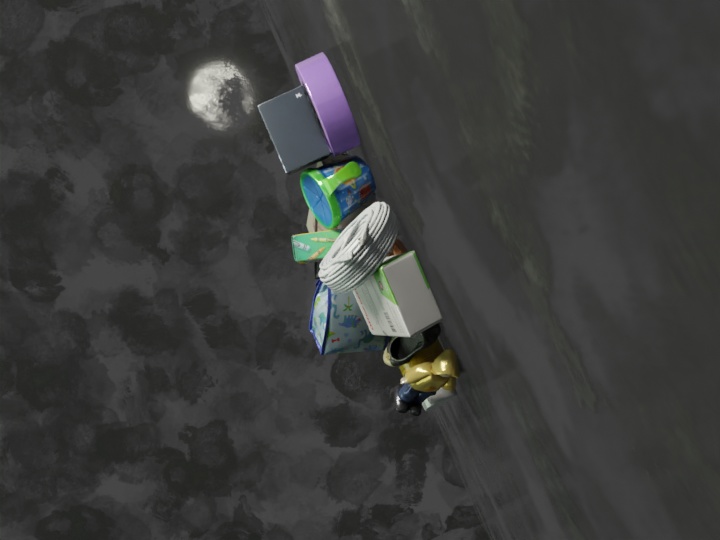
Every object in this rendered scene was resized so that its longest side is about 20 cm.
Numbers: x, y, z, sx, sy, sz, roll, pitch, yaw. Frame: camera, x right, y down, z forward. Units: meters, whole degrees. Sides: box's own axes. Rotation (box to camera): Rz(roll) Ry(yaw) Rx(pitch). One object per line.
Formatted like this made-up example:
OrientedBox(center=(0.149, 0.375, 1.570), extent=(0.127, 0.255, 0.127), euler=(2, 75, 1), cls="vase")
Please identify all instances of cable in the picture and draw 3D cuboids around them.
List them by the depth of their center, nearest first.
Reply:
OrientedBox(center=(-0.002, -0.046, 1.359), extent=(0.069, 0.201, 0.199), euler=(39, 143, -12), cls="cable")

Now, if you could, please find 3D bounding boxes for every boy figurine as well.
OrientedBox(center=(0.150, 0.232, 1.435), extent=(0.200, 0.123, 0.065), euler=(-49, 32, 45), cls="boy figurine")

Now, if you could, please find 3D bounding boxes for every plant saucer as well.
OrientedBox(center=(0.103, 0.013, 1.496), extent=(0.200, 0.032, 0.203), euler=(155, 91, -88), cls="plant saucer")

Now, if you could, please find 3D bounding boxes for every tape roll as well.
OrientedBox(center=(-0.067, -0.343, 1.433), extent=(0.200, 0.065, 0.203), euler=(155, 91, -90), cls="tape roll")

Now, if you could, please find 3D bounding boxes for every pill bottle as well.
OrientedBox(center=(0.143, 0.210, 1.578), extent=(0.113, 0.111, 0.202), euler=(69, 177, -71), cls="pill bottle")

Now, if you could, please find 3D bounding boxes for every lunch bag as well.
OrientedBox(center=(-0.016, 0.075, 1.549), extent=(0.128, 0.167, 0.203), euler=(-122, 36, -49), cls="lunch bag")

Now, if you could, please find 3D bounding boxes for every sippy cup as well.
OrientedBox(center=(-0.042, -0.178, 1.484), extent=(0.177, 0.129, 0.141), euler=(30, 144, 54), cls="sippy cup")

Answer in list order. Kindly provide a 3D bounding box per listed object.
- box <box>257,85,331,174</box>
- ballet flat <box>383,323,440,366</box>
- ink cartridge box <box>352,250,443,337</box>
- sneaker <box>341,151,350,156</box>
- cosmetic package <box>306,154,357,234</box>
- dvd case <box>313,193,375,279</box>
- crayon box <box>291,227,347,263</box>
OrientedBox(center=(-0.141, -0.297, 1.493), extent=(0.200, 0.106, 0.150), euler=(-127, 14, -82), cls="box")
OrientedBox(center=(0.099, 0.157, 1.491), extent=(0.200, 0.056, 0.067), euler=(-44, 64, 49), cls="ballet flat")
OrientedBox(center=(0.064, 0.050, 1.382), extent=(0.147, 0.083, 0.200), euler=(66, 160, -6), cls="ink cartridge box")
OrientedBox(center=(-0.043, -0.253, 1.808), extent=(0.085, 0.074, 0.202), euler=(58, -172, -66), cls="sneaker")
OrientedBox(center=(-0.062, -0.169, 1.665), extent=(0.088, 0.102, 0.202), euler=(-114, 28, -49), cls="cosmetic package")
OrientedBox(center=(-0.037, -0.079, 1.603), extent=(0.018, 0.140, 0.204), euler=(-120, 31, -81), cls="dvd case")
OrientedBox(center=(-0.048, -0.058, 1.530), extent=(0.119, 0.196, 0.059), euler=(97, 165, -88), cls="crayon box")
